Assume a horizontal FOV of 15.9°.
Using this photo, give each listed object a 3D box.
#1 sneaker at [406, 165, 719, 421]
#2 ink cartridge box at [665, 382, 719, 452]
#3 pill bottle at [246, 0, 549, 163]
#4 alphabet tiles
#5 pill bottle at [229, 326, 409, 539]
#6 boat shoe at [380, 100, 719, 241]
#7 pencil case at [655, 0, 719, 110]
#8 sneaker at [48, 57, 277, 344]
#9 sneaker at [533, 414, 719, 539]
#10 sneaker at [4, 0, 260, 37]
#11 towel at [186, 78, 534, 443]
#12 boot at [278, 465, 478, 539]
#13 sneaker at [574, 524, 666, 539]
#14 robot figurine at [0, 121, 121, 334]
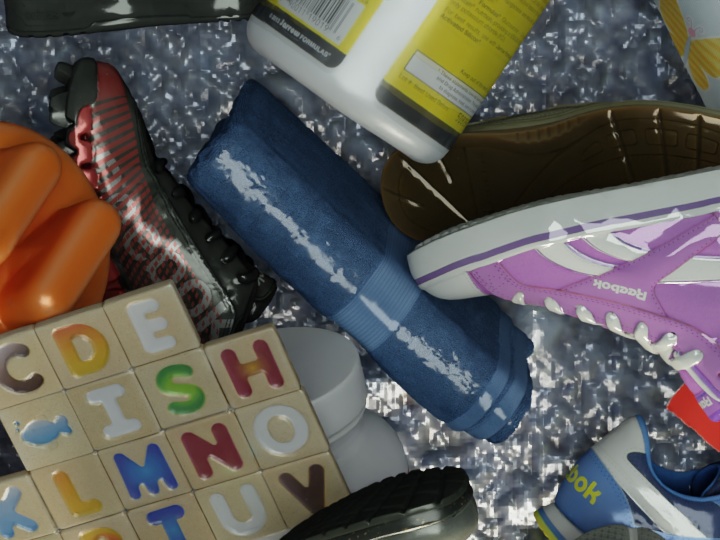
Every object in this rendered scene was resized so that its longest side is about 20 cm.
[{"bbox_3d":[0.122,0.017,1.163,0.199,0.073,0.115,-9,94,18],"label":"sneaker"},{"bbox_3d":[0.254,0.026,1.239,0.200,0.161,0.050,-51,52,1],"label":"ink cartridge box"},{"bbox_3d":[0.044,-0.158,1.176,0.112,0.112,0.201,34,94,-7],"label":"pill bottle"},{"bbox_3d":[-0.111,0.093,1.141,0.199,0.008,0.168,-17,116,14],"label":"alphabet tiles"},{"bbox_3d":[-0.026,0.134,1.223,0.111,0.112,0.201,-11,116,-2],"label":"pill bottle"},{"bbox_3d":[0.111,-0.049,1.231,0.198,0.065,0.073,-3,106,18],"label":"boat shoe"},{"bbox_3d":[0.193,-0.131,1.238,0.090,0.083,0.201,-32,99,-14],"label":"pencil case"},{"bbox_3d":[-0.094,-0.010,1.247,0.097,0.071,0.202,-14,100,-2],"label":"sneaker"},{"bbox_3d":[0.187,0.147,1.285,0.199,0.074,0.083,31,92,-8],"label":"sneaker"},{"bbox_3d":[-0.111,-0.170,1.231,0.198,0.060,0.105,-6,102,0],"label":"sneaker"},{"bbox_3d":[0.000,0.000,1.233,0.200,0.112,0.049,43,105,-8],"label":"towel"},{"bbox_3d":[-0.007,0.174,1.116,0.199,0.068,0.131,-29,92,27],"label":"boot"},{"bbox_3d":[0.065,0.196,1.199,0.199,0.081,0.071,-25,60,-20],"label":"sneaker"},{"bbox_3d":[-0.194,-0.005,1.188,0.143,0.199,0.118,2,80,-38],"label":"robot figurine"}]
